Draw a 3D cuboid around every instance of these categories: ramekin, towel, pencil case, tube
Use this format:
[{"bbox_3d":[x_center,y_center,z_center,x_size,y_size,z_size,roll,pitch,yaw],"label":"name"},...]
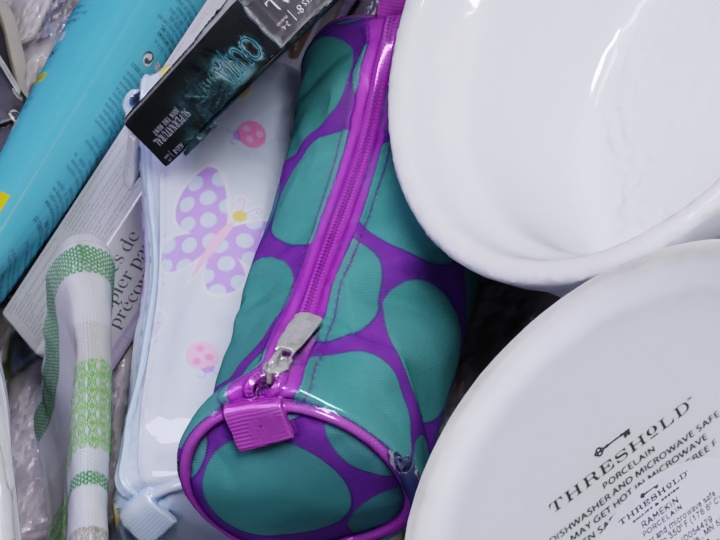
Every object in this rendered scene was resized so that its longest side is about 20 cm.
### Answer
[{"bbox_3d":[0.113,-0.072,0.953,0.200,0.098,0.201,-26,50,36],"label":"ramekin"},{"bbox_3d":[-0.110,0.107,1.077,0.149,0.031,0.201,100,170,-57],"label":"towel"},{"bbox_3d":[0.000,0.000,1.008,0.085,0.093,0.200,3,51,16],"label":"pencil case"},{"bbox_3d":[-0.048,0.015,1.083,0.083,0.091,0.201,-26,52,35],"label":"pencil case"},{"bbox_3d":[0.105,0.084,0.837,0.200,0.105,0.201,-28,40,26],"label":"ramekin"},{"bbox_3d":[-0.129,-0.048,1.204,0.050,0.077,0.200,25,69,8],"label":"tube"}]

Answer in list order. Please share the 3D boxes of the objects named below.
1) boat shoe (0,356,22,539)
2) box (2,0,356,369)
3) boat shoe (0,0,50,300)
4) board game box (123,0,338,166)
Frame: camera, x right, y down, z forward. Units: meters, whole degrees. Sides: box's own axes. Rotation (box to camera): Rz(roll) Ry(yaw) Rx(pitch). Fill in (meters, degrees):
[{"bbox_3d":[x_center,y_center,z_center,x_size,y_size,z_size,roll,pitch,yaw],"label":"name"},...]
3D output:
[{"bbox_3d":[-0.161,0.070,1.087,0.065,0.073,0.201,113,139,-73],"label":"boat shoe"},{"bbox_3d":[-0.074,-0.049,1.187,0.200,0.039,0.041,-57,38,6],"label":"box"},{"bbox_3d":[-0.179,-0.065,1.289,0.073,0.063,0.200,-41,45,18],"label":"boat shoe"},{"bbox_3d":[0.004,-0.129,1.048,0.200,0.028,0.135,-47,4,-25],"label":"board game box"}]
